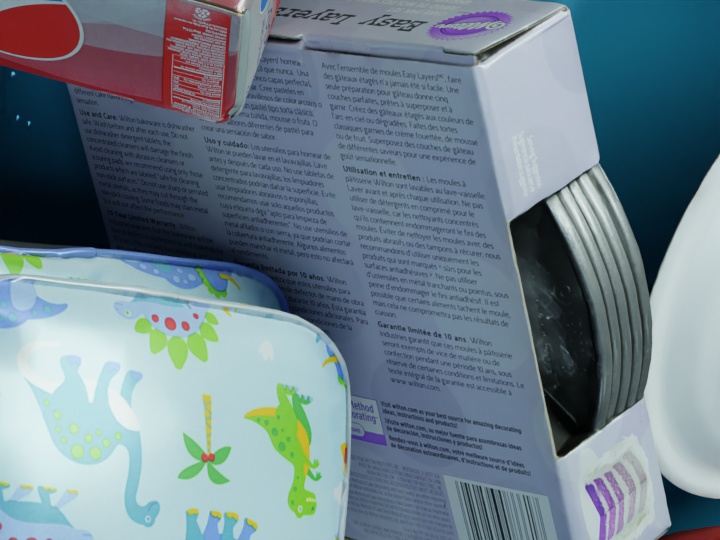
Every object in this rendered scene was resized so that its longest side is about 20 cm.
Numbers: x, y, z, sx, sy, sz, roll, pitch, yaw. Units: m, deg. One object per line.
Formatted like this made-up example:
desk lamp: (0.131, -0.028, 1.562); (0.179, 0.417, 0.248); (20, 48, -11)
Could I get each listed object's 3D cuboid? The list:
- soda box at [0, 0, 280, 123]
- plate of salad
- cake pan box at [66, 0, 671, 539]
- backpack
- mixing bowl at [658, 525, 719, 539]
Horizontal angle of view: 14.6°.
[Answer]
soda box: (-0.120, -0.109, 0.822); (0.200, 0.070, 0.063); (16, 149, 3)
plate of salad: (0.156, -0.015, 0.925); (0.200, 0.048, 0.200); (-28, 138, -29)
cake pan box: (0.000, 0.000, 0.899); (0.200, 0.052, 0.184); (8, 123, 43)
backpack: (-0.100, 0.092, 0.841); (0.183, 0.147, 0.200); (8, 82, -39)
mixing bowl: (0.131, 0.166, 1.002); (0.200, 0.108, 0.200); (2, 113, 4)
